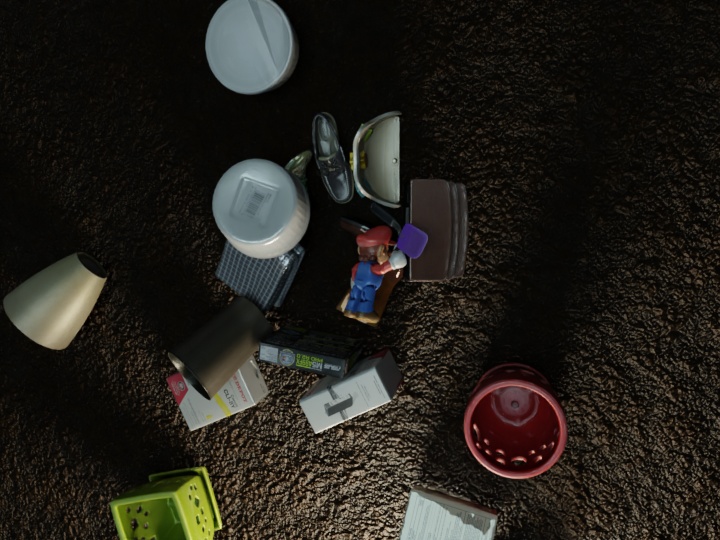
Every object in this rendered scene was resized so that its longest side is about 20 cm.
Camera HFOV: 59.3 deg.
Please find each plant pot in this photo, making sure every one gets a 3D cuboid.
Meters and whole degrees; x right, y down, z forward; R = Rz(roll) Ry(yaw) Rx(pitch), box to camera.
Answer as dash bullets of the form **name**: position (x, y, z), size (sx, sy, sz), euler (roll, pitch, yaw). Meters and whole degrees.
- **plant pot**: position (-0.728, 0.057, 1.559), size (0.200, 0.187, 0.188), euler (-43, 87, 3)
- **plant pot**: position (-0.465, 0.606, 1.568), size (0.197, 0.181, 0.202), euler (-14, 97, 16)
- **plant pot**: position (0.319, 0.293, 1.303), size (0.197, 0.182, 0.204), euler (3, 101, 15)

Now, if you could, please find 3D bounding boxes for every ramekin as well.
- **ramekin**: position (-0.223, -0.478, 1.360), size (0.199, 0.094, 0.206), euler (3, 100, 15)
- **ramekin**: position (-0.208, -0.132, 1.305), size (0.197, 0.098, 0.204), euler (-1, 83, 5)

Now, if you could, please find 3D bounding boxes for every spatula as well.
- **spatula**: position (0.069, -0.090, 1.272), size (0.200, 0.020, 0.057), euler (48, 120, 50)

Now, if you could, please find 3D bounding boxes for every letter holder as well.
- **letter holder**: position (0.163, -0.082, 1.301), size (0.140, 0.101, 0.204), euler (0, 94, -3)

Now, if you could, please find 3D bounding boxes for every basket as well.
- **basket**: position (-0.302, 0.164, 1.392), size (0.136, 0.180, 0.200), euler (45, 66, 2)

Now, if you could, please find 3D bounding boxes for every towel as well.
- **towel**: position (-0.232, -0.013, 1.422), size (0.165, 0.086, 0.201), euler (35, 125, 7)

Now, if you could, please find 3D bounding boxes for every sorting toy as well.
- **sorting toy**: position (0.020, -0.226, 1.294), size (0.105, 0.180, 0.204), euler (2, 100, 14)

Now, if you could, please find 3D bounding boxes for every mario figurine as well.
- **mario figurine**: position (0.035, 0.007, 1.315), size (0.122, 0.106, 0.203), euler (13, 86, 15)

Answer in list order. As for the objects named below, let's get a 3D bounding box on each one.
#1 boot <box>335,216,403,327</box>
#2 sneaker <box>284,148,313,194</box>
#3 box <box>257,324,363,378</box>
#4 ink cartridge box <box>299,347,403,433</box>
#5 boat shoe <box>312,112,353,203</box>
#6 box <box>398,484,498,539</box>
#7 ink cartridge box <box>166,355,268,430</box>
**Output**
- **boot**: position (0.000, 0.000, 1.404), size (0.186, 0.069, 0.202), euler (28, 105, -3)
- **sneaker**: position (-0.139, -0.174, 1.405), size (0.088, 0.077, 0.202), euler (33, 114, 6)
- **box**: position (-0.107, 0.177, 1.409), size (0.197, 0.160, 0.045), euler (10, 101, 12)
- **ink cartridge box**: position (-0.019, 0.266, 1.409), size (0.198, 0.144, 0.085), euler (-26, 92, 18)
- **boat shoe**: position (-0.066, -0.243, 1.374), size (0.071, 0.065, 0.203), euler (-11, 97, 15)
- **box**: position (0.195, 0.572, 1.406), size (0.197, 0.109, 0.130), euler (14, 79, 13)
- **ink cartridge box**: position (-0.345, 0.278, 1.530), size (0.198, 0.083, 0.147), euler (-24, 93, 17)
